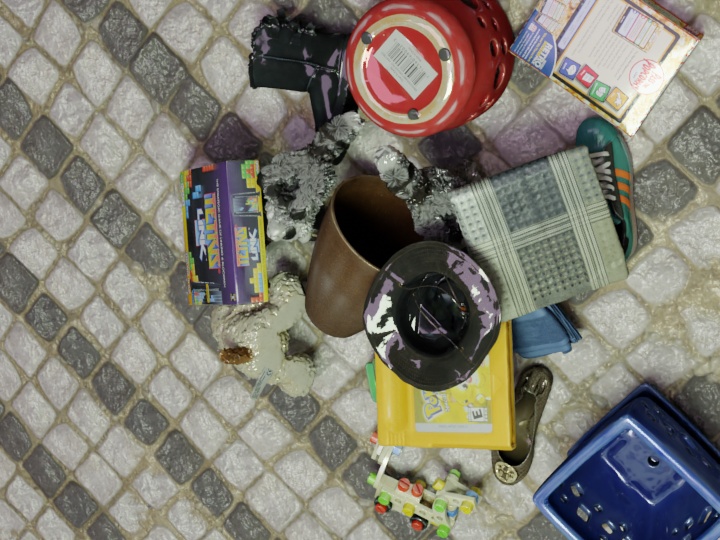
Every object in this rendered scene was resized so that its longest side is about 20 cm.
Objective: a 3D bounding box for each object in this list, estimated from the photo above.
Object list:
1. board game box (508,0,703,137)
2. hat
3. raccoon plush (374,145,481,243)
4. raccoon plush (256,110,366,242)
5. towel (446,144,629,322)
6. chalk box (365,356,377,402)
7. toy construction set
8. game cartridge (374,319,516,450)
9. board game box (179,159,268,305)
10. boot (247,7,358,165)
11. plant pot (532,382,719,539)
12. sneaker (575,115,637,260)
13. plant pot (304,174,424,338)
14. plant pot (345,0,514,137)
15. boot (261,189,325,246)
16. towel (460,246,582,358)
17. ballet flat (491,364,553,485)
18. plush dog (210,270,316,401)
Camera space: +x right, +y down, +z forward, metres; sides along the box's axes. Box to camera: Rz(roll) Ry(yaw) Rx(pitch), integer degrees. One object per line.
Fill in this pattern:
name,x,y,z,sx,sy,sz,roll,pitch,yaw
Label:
board game box,0.313,-0.291,1.570,0.199,0.046,0.152,37,118,9
hat,0.103,0.052,1.611,0.198,0.081,0.203,6,105,24
raccoon plush,0.102,-0.133,1.635,0.096,0.135,0.201,-22,126,20
raccoon plush,-0.057,-0.116,1.706,0.199,0.134,0.097,-33,72,-4
towel,0.230,-0.045,1.575,0.190,0.035,0.202,-19,112,8
chalk box,0.095,0.163,1.777,0.198,0.124,0.126,-6,105,25
toy construction set,0.084,0.326,1.855,0.199,0.092,0.132,36,143,18
game cartridge,0.113,0.154,1.672,0.198,0.032,0.179,-3,90,24
board game box,-0.199,-0.051,1.764,0.165,0.056,0.203,-4,90,59
boot,-0.084,-0.263,1.744,0.161,0.073,0.201,14,106,17
plant pot,0.382,0.284,1.658,0.200,0.180,0.200,44,118,5
sneaker,0.322,-0.100,1.610,0.071,0.080,0.202,-9,103,26
plant pot,0.000,0.000,1.749,0.187,0.187,0.201,41,132,6
plant pot,0.084,-0.274,1.605,0.198,0.182,0.203,9,112,23
boot,-0.136,-0.048,1.847,0.199,0.077,0.140,24,120,30
towel,0.211,0.040,1.688,0.111,0.049,0.200,-13,127,46
ballet flat,0.232,0.230,1.782,0.067,0.046,0.202,24,115,16
plush dog,-0.171,0.099,1.869,0.171,0.159,0.203,21,122,57
